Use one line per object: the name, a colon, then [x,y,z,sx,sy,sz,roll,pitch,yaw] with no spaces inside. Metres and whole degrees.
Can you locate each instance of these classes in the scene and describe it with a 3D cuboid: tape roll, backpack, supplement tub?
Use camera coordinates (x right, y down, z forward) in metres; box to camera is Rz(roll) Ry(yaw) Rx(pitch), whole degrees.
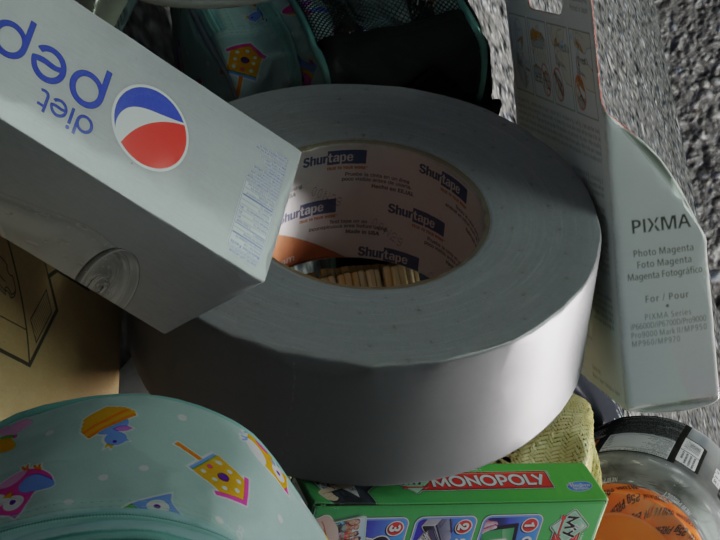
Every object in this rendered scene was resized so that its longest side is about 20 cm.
tape roll: [0.000,0.000,0.871,0.200,0.200,0.066,-82,177,-53]
backpack: [-0.078,0.148,0.675,0.153,0.175,0.200,-78,145,-64]
backpack: [-0.018,-0.106,1.061,0.176,0.153,0.200,84,-5,-46]
supplement tub: [0.153,0.153,1.146,0.200,0.122,0.123,-19,94,-76]

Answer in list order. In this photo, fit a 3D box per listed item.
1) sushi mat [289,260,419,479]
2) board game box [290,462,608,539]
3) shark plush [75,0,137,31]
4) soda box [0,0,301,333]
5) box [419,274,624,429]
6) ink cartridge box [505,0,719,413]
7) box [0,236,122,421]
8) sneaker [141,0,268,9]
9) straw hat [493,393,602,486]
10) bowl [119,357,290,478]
sushi mat: [0.000,0.098,0.925,0.012,0.095,0.200,172,-94,-73]
board game box: [0.017,0.172,0.885,0.029,0.134,0.200,-122,-140,-52]
shark plush: [-0.136,-0.136,0.981,0.200,0.091,0.083,-102,-164,-67]
soda box: [-0.122,-0.057,0.737,0.200,0.068,0.064,33,53,-28]
box: [0.078,0.045,1.311,0.200,0.117,0.197,46,21,-58]
ink cartridge box: [0.110,-0.050,0.933,0.163,0.057,0.201,-134,-139,-76]
box: [-0.145,-0.020,0.803,0.163,0.021,0.200,37,48,-55]
sneaker: [-0.115,-0.177,0.868,0.099,0.200,0.071,-96,-153,-44]
straw hat: [0.076,0.097,1.010,0.201,0.085,0.202,8,90,-69]
bowl: [-0.040,0.118,1.002,0.200,0.074,0.200,-44,119,-70]
